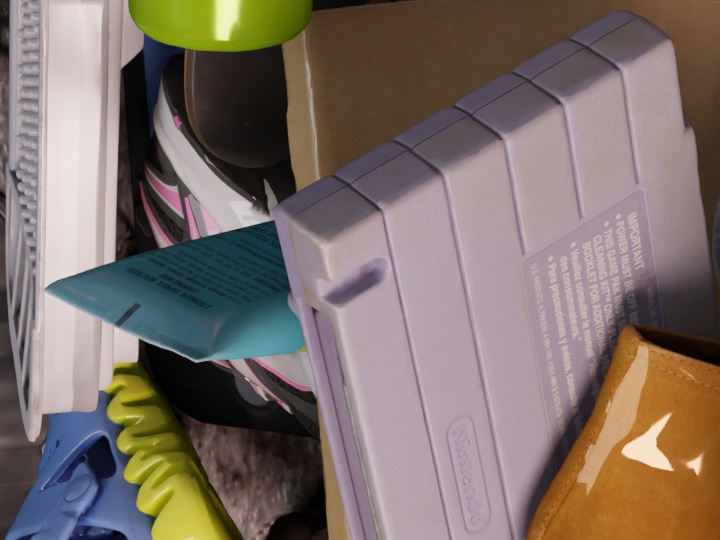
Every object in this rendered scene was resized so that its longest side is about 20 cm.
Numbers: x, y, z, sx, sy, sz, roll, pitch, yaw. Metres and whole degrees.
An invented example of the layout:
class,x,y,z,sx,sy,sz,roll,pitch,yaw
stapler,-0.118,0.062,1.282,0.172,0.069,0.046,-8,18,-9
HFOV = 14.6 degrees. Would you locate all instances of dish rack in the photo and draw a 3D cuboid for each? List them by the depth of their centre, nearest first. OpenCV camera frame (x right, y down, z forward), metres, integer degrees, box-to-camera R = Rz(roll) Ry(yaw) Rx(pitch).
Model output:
class,x,y,z,sx,sy,sz,roll,pitch,yaw
dish rack,-0.109,-0.054,1.057,0.172,0.043,0.201,-113,23,-66

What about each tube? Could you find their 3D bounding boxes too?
class,x,y,z,sx,sy,sz,roll,pitch,yaw
tube,0.000,0.000,0.914,0.077,0.199,0.051,15,109,46

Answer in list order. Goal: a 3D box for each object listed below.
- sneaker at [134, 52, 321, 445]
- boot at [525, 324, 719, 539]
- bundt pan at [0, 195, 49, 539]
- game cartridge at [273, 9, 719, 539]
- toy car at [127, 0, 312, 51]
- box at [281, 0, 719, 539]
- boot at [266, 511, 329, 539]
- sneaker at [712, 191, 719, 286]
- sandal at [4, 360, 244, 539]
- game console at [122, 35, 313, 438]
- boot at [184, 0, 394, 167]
class,x,y,z,sx,sy,sz,roll,pitch,yaw
sneaker,-0.016,0.018,1.010,0.201,0.080,0.086,60,143,25
boot,0.141,0.100,0.825,0.145,0.200,0.071,-67,22,11
bundt pan,-0.220,0.040,1.256,0.201,0.075,0.203,13,107,46
game cartridge,0.049,0.036,0.814,0.038,0.129,0.201,30,143,42
toy car,0.043,-0.149,0.790,0.199,0.158,0.165,9,116,16
box,0.057,0.010,0.884,0.021,0.163,0.201,7,104,60
boot,0.029,0.164,0.988,0.187,0.064,0.200,60,169,2
sneaker,0.175,-0.053,0.809,0.115,0.075,0.201,35,128,36
sandal,-0.103,0.086,1.087,0.080,0.087,0.200,57,180,-28
game console,-0.022,-0.036,1.057,0.176,0.031,0.201,6,104,47
boot,-0.027,-0.134,0.994,0.075,0.073,0.201,5,80,58
